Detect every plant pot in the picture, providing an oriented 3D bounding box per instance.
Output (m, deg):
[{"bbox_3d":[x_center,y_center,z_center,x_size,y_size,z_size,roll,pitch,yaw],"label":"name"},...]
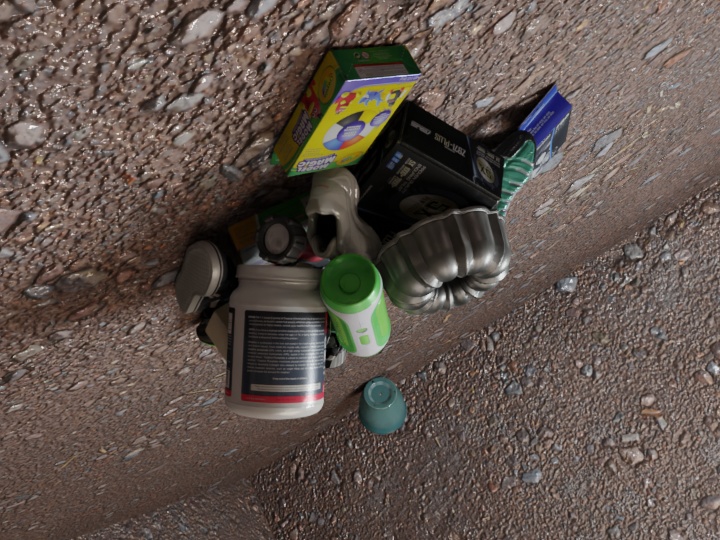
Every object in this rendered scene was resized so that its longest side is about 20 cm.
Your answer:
[{"bbox_3d":[0.082,0.523,2.932,0.198,0.201,0.189,-25,148,-10],"label":"plant pot"}]

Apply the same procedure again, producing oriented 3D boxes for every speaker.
[{"bbox_3d":[-0.004,0.053,1.015,0.088,0.089,0.200,-26,155,-6],"label":"speaker"}]

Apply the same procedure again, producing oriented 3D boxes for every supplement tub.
[{"bbox_3d":[-0.116,0.096,1.026,0.138,0.203,0.140,3,179,0],"label":"supplement tub"}]

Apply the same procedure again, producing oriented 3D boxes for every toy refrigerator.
[{"bbox_3d":[-0.141,0.055,1.158,0.199,0.070,0.076,-32,169,-34],"label":"toy refrigerator"}]

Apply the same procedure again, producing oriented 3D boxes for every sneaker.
[{"bbox_3d":[-0.032,-0.040,1.003,0.077,0.100,0.201,2,137,30],"label":"sneaker"},{"bbox_3d":[0.215,-0.139,1.199,0.088,0.074,0.202,-107,-141,-68],"label":"sneaker"},{"bbox_3d":[-0.239,0.073,1.266,0.083,0.077,0.199,31,145,-21],"label":"sneaker"},{"bbox_3d":[-0.213,0.004,1.069,0.079,0.079,0.200,-14,170,-28],"label":"sneaker"}]

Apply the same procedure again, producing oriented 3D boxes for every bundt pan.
[{"bbox_3d":[0.119,-0.002,1.012,0.199,0.076,0.202,-16,156,-7],"label":"bundt pan"}]

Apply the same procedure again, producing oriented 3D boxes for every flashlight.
[{"bbox_3d":[-0.076,-0.035,1.052,0.068,0.067,0.200,-58,158,10],"label":"flashlight"}]

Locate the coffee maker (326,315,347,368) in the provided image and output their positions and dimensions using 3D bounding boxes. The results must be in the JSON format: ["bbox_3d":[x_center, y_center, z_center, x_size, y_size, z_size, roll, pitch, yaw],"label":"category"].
[{"bbox_3d":[-0.096,0.091,1.385,0.135,0.191,0.201,-59,177,-33],"label":"coffee maker"}]

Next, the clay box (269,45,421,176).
[{"bbox_3d":[-0.024,-0.179,0.879,0.114,0.048,0.200,-17,159,-36],"label":"clay box"}]

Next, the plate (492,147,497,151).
[{"bbox_3d":[0.211,-0.146,1.293,0.199,0.032,0.201,-30,155,-45],"label":"plate"}]

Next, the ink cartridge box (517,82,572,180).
[{"bbox_3d":[0.310,-0.229,1.246,0.100,0.039,0.200,-49,162,0],"label":"ink cartridge box"}]

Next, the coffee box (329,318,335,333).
[{"bbox_3d":[-0.013,0.007,1.195,0.043,0.203,0.123,-2,170,14],"label":"coffee box"}]

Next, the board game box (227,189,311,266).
[{"bbox_3d":[-0.120,-0.042,1.145,0.152,0.041,0.200,-25,163,-12],"label":"board game box"}]

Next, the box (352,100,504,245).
[{"bbox_3d":[0.077,-0.109,1.038,0.163,0.087,0.200,27,139,-16],"label":"box"}]
